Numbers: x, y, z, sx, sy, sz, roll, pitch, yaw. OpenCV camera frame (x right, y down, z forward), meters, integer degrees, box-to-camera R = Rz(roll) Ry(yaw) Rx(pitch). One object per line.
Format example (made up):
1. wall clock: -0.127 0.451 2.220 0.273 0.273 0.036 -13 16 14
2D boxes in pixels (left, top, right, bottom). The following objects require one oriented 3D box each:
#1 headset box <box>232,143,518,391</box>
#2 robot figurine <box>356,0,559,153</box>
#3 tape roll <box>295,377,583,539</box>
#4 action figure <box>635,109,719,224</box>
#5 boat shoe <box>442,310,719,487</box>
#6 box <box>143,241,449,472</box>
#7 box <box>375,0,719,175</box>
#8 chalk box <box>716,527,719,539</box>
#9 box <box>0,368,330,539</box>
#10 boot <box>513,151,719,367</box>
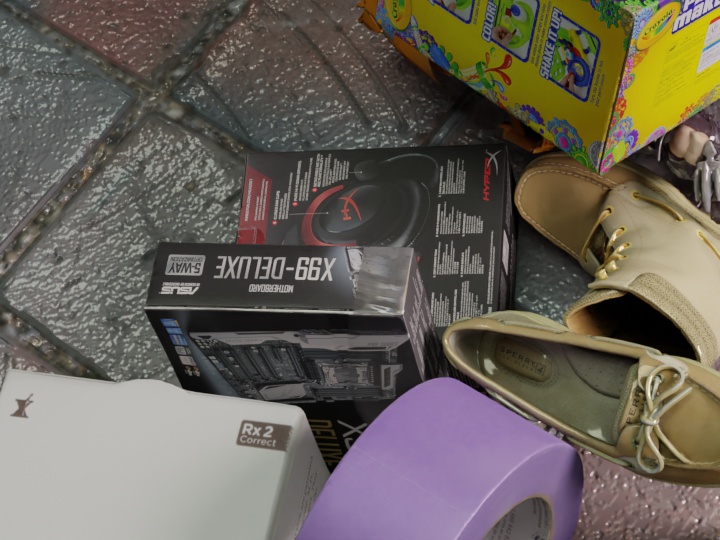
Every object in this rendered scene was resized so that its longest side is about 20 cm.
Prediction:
1. headset box: 0.000 0.000 1.484 0.198 0.075 0.150 -2 60 11
2. robot figurine: 0.097 -0.144 1.531 0.144 0.059 0.200 -11 43 -44
3. tape roll: 0.040 0.169 1.307 0.085 0.200 0.200 29 70 25
4. action figure: 0.250 -0.063 1.446 0.198 0.070 0.130 15 24 6
5. boat shoe: 0.138 0.071 1.297 0.200 0.063 0.074 25 100 34
6. box: -0.030 0.057 1.386 0.156 0.201 0.050 2 58 12
7. box: 0.148 -0.191 1.405 0.192 0.123 0.199 36 49 27
8. chalk box: 0.296 0.201 1.278 0.198 0.125 0.125 13 64 17
9. box: -0.135 0.184 1.376 0.197 0.131 0.201 6 62 16
10. boot: 0.156 -0.001 1.413 0.199 0.073 0.155 31 32 21
